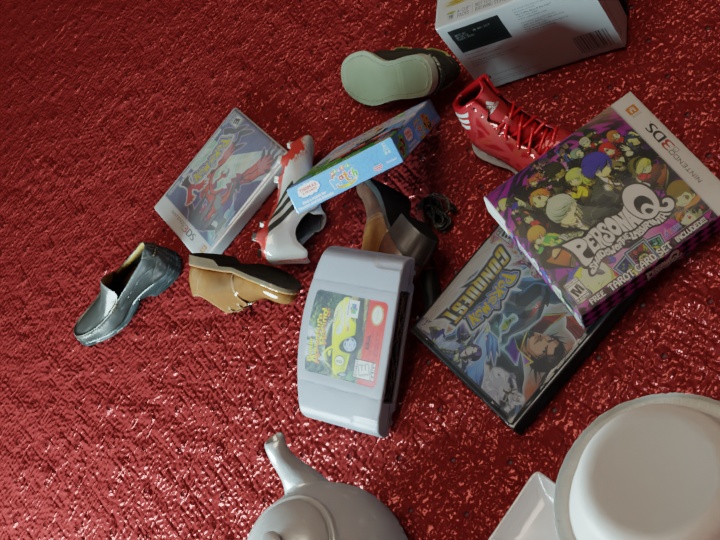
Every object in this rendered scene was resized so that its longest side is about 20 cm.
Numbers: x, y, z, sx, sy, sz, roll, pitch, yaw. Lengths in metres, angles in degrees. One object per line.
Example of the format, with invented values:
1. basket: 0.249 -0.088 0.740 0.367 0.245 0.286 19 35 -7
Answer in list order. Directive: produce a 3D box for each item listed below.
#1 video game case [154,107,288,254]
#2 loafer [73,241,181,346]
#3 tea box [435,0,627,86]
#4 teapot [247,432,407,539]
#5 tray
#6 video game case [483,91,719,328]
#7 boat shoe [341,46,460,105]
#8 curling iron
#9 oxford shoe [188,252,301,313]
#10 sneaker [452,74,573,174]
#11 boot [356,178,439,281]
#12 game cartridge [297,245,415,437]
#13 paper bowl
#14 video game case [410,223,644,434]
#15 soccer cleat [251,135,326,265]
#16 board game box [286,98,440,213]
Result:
1. video game case: -0.203 -0.126 1.543 0.201 0.023 0.182 -50 45 1
2. loafer: -0.354 0.029 1.531 0.200 0.072 0.073 -43 46 10
3. tea box: 0.211 -0.359 1.282 0.197 0.133 0.200 -11 58 33
4. teapot: -0.051 0.304 1.069 0.199 0.146 0.199 24 80 43
5. tray: 0.205 0.281 0.966 0.199 0.022 0.108 33 87 45
6. video game case: 0.257 -0.067 1.088 0.199 0.036 0.182 -35 56 0
7. boat shoe: 0.050 -0.261 1.403 0.200 0.060 0.073 15 117 51
8. curling iron: 0.087 -0.006 1.236 0.049 0.025 0.203 -18 54 33
9. oxford shoe: -0.153 0.025 1.394 0.198 0.071 0.073 12 99 42
10. sneaker: 0.178 -0.155 1.193 0.198 0.115 0.079 22 78 44
11. boot: 0.000 0.000 1.288 0.202 0.068 0.189 -56 43 17
12. game cartridge: -0.010 0.077 1.203 0.131 0.041 0.204 8 90 39
13. paper bowl: 0.262 0.197 0.897 0.198 0.105 0.203 -18 46 19
14. video game case: 0.173 0.042 1.126 0.201 0.025 0.181 -49 50 2
15. soccer cleat: -0.079 -0.093 1.400 0.084 0.069 0.203 8 58 15
16. board game box: 0.008 -0.144 1.299 0.150 0.037 0.200 -25 11 24
